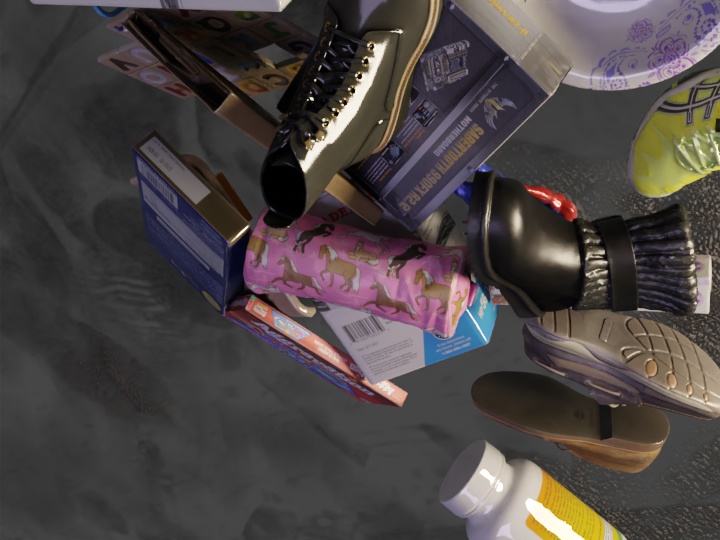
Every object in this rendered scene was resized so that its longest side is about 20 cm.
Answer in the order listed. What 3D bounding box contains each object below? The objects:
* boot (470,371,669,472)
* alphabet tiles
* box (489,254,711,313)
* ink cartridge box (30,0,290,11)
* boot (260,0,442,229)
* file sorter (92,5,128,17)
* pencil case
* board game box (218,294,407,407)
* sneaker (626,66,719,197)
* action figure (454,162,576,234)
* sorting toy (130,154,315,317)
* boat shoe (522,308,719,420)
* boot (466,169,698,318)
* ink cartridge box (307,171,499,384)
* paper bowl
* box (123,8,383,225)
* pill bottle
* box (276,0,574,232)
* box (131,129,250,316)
[{"bbox_3d":[0.206,0.161,0.908,0.196,0.074,0.076,14,138,11],"label":"boot"},{"bbox_3d":[-0.130,-0.186,0.761,0.198,0.008,0.166,-6,164,41],"label":"alphabet tiles"},{"bbox_3d":[0.216,0.009,0.813,0.196,0.042,0.039,2,124,23],"label":"box"},{"bbox_3d":[-0.133,-0.255,0.573,0.196,0.085,0.148,7,129,18],"label":"ink cartridge box"},{"bbox_3d":[-0.012,-0.132,0.574,0.076,0.139,0.202,23,137,20],"label":"boot"},{"bbox_3d":[-0.120,-0.286,0.695,0.196,0.140,0.124,-1,127,24],"label":"file sorter"},{"bbox_3d":[0.000,0.000,0.761,0.196,0.087,0.084,12,128,16],"label":"pencil case"},{"bbox_3d":[-0.052,0.087,0.937,0.198,0.020,0.103,34,162,-18],"label":"board game box"},{"bbox_3d":[0.282,-0.118,0.672,0.075,0.077,0.200,40,130,-10],"label":"sneaker"},{"bbox_3d":[0.125,-0.062,0.786,0.198,0.052,0.066,27,133,-13],"label":"action figure"},{"bbox_3d":[-0.139,-0.032,0.903,0.201,0.036,0.184,53,157,-17],"label":"sorting toy"},{"bbox_3d":[0.246,0.087,0.842,0.198,0.075,0.074,27,140,16],"label":"boat shoe"},{"bbox_3d":[0.180,-0.021,0.697,0.155,0.081,0.211,-2,161,27],"label":"boot"},{"bbox_3d":[0.023,-0.007,0.856,0.144,0.085,0.202,-22,111,33],"label":"ink cartridge box"},{"bbox_3d":[0.178,-0.238,0.614,0.197,0.105,0.204,13,129,16],"label":"paper bowl"},{"bbox_3d":[-0.082,-0.119,0.709,0.021,0.163,0.199,-50,140,5],"label":"box"},{"bbox_3d":[0.185,0.278,0.966,0.199,0.112,0.111,39,129,-6],"label":"pill bottle"},{"bbox_3d":[0.040,-0.140,0.675,0.158,0.048,0.200,41,142,-3],"label":"box"},{"bbox_3d":[-0.158,-0.036,0.836,0.121,0.032,0.200,44,157,8],"label":"box"}]
